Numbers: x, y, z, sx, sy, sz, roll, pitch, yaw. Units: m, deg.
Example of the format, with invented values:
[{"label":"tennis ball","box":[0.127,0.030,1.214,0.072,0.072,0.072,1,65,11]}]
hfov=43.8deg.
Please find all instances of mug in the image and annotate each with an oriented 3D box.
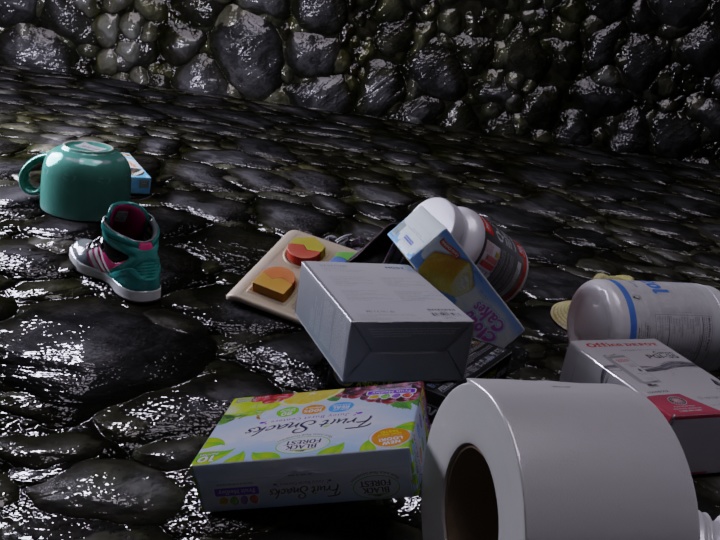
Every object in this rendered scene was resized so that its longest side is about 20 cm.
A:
[{"label":"mug","box":[-0.494,-0.163,1.566,0.184,0.115,0.152,0,20,-26]}]

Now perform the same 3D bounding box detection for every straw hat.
[{"label":"straw hat","box":[0.402,0.047,1.430,0.199,0.086,0.201,9,18,-3]}]

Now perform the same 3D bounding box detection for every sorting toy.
[{"label":"sorting toy","box":[-0.069,0.008,1.304,0.199,0.037,0.185,15,40,22]}]

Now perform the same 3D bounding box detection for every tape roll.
[{"label":"tape roll","box":[0.145,0.190,0.697,0.138,0.204,0.203,4,19,-16]}]

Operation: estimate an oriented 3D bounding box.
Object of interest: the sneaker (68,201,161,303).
[{"label":"sneaker","box":[-0.349,-0.042,1.269,0.199,0.122,0.083,24,23,38]}]

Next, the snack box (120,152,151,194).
[{"label":"snack box","box":[-0.499,-0.198,1.791,0.115,0.037,0.200,0,20,-28]}]

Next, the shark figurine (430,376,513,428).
[{"label":"shark figurine","box":[0.137,0.159,0.971,0.213,0.090,0.128,7,17,-13]}]

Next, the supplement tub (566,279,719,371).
[{"label":"supplement tub","box":[0.407,0.080,1.266,0.198,0.133,0.132,2,20,-21]}]

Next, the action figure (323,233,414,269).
[{"label":"action figure","box":[0.017,-0.009,1.421,0.199,0.070,0.130,31,8,30]}]

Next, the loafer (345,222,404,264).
[{"label":"loafer","box":[0.000,0.000,1.247,0.072,0.063,0.200,24,42,20]}]

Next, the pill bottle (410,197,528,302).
[{"label":"pill bottle","box":[0.164,-0.029,1.382,0.199,0.116,0.116,29,0,-44]}]

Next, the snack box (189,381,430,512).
[{"label":"snack box","box":[-0.040,0.162,0.837,0.198,0.053,0.142,-8,17,11]}]

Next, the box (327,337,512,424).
[{"label":"box","box":[0.079,0.120,1.123,0.159,0.045,0.200,18,20,27]}]

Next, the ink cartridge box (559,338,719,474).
[{"label":"ink cartridge box","box":[0.353,0.159,1.079,0.145,0.083,0.200,1,20,-24]}]

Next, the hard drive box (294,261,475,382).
[{"label":"hard drive box","box":[0.023,0.057,1.087,0.155,0.077,0.200,2,19,-21]}]

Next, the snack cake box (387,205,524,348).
[{"label":"snack cake box","box":[0.132,0.015,1.242,0.200,0.067,0.115,49,2,-23]}]

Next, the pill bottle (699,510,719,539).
[{"label":"pill bottle","box":[0.339,0.260,0.722,0.198,0.114,0.113,13,19,10]}]
